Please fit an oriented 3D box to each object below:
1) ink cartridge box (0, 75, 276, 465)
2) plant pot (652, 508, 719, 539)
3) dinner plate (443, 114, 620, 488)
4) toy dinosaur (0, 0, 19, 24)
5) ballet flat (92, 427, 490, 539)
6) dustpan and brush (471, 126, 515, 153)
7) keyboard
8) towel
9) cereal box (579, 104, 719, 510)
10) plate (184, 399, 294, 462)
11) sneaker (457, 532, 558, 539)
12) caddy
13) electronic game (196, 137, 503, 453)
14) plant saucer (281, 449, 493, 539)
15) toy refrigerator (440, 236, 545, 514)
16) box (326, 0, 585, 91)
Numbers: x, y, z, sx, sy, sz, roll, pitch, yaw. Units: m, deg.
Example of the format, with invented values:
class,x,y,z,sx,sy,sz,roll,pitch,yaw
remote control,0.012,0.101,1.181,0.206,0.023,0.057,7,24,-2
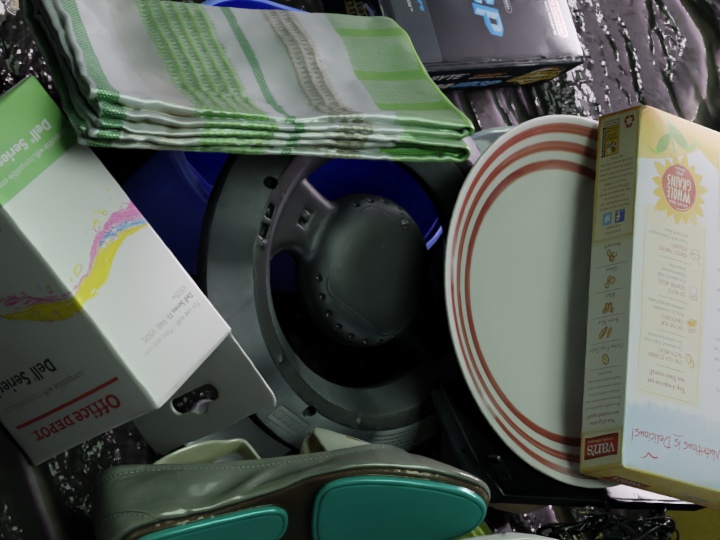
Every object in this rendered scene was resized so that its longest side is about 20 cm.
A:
class,x,y,z,sx,sy,sz,roll,pitch,yaw
ink cartridge box,-0.146,0.019,1.265,0.200,0.117,0.067,52,48,-10
plant pot,0.297,0.144,1.574,0.200,0.142,0.200,17,62,-35
dinner plate,0.113,0.017,1.389,0.200,0.024,0.201,10,75,-40
toy dinosaur,-0.253,-0.166,1.304,0.200,0.047,0.088,-2,80,-38
ballet flat,-0.035,0.107,1.291,0.200,0.067,0.064,-6,49,-15
dustpan and brush,0.155,-0.010,1.470,0.200,0.057,0.140,8,67,-38
keyboard,0.111,0.113,1.400,0.200,0.040,0.104,8,48,-47
towel,-0.056,-0.102,1.288,0.200,0.031,0.149,1,31,-21
cereal box,0.184,0.025,1.408,0.144,0.039,0.200,18,71,-37
plate,-0.027,0.190,1.354,0.199,0.032,0.200,25,57,-30
sneaker,0.093,0.176,1.331,0.200,0.100,0.075,7,65,-40
caddy,-0.038,-0.067,1.400,0.200,0.105,0.142,11,65,-37
electronic game,0.000,0.000,1.348,0.200,0.042,0.200,-1,92,-38
plant saucer,0.017,0.179,1.354,0.200,0.031,0.200,18,61,-35
toy refrigerator,0.096,0.032,1.495,0.070,0.076,0.200,18,61,-34
box,0.040,-0.206,1.567,0.159,0.046,0.200,-6,76,-42
